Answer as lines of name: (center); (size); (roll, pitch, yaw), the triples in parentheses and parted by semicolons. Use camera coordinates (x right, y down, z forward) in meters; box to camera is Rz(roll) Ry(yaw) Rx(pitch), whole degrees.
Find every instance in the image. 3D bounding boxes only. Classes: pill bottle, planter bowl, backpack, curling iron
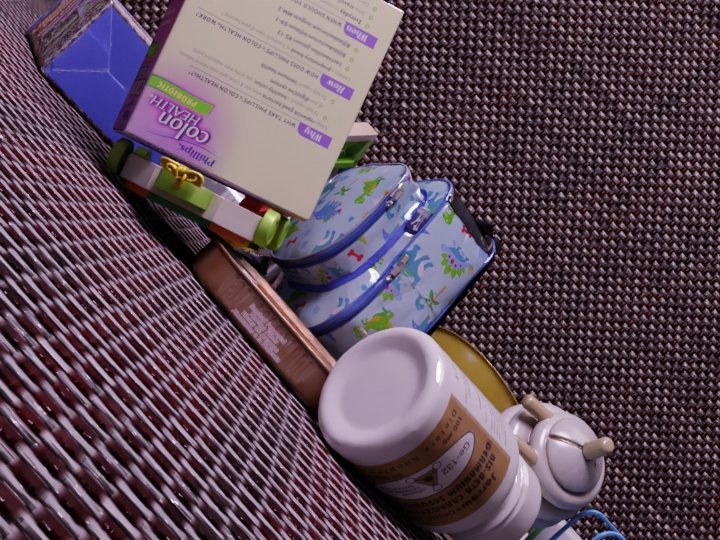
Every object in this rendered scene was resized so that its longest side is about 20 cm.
pill bottle: (0.063, 0.145, 1.105); (0.200, 0.114, 0.114); (47, 1, -40)
planter bowl: (0.093, 0.168, 1.535); (0.200, 0.083, 0.201); (42, -30, 30)
backpack: (0.000, 0.000, 1.303); (0.147, 0.200, 0.183); (46, -20, -24)
curling iron: (-0.090, 0.027, 1.394); (0.049, 0.026, 0.200); (5, -23, 21)

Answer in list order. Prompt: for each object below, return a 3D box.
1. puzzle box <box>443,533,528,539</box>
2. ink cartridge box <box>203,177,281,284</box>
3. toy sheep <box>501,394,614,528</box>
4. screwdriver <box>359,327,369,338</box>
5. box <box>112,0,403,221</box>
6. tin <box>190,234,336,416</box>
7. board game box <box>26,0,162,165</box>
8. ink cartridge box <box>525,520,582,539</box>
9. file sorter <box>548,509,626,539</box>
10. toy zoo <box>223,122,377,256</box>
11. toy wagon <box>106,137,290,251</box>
puzzle box: (0.074, 0.196, 1.313); (0.200, 0.025, 0.133); (49, 15, 11)
ink cartridge box: (-0.156, -0.047, 1.585); (0.160, 0.047, 0.200); (48, -15, 2)
toy sheep: (0.178, 0.195, 1.395); (0.138, 0.138, 0.199); (48, -34, -14)
screwdriver: (0.040, 0.115, 1.246); (0.028, 0.029, 0.200); (12, -26, 39)
box: (-0.090, -0.172, 1.187); (0.175, 0.201, 0.097); (25, -2, -18)
tin: (-0.069, 0.054, 1.162); (0.200, 0.042, 0.112); (48, -3, 12)
board game box: (-0.250, -0.204, 1.423); (0.160, 0.097, 0.200); (48, 1, -26)
ink cartridge box: (0.225, 0.338, 1.557); (0.200, 0.083, 0.147); (48, 1, 7)
file sorter: (0.249, 0.344, 1.318); (0.139, 0.123, 0.200); (48, 0, -23)
toy zoo: (-0.076, -0.070, 1.403); (0.020, 0.200, 0.131); (48, 27, 19)
toy wagon: (-0.142, -0.063, 1.176); (0.154, 0.040, 0.200); (26, 0, 4)
